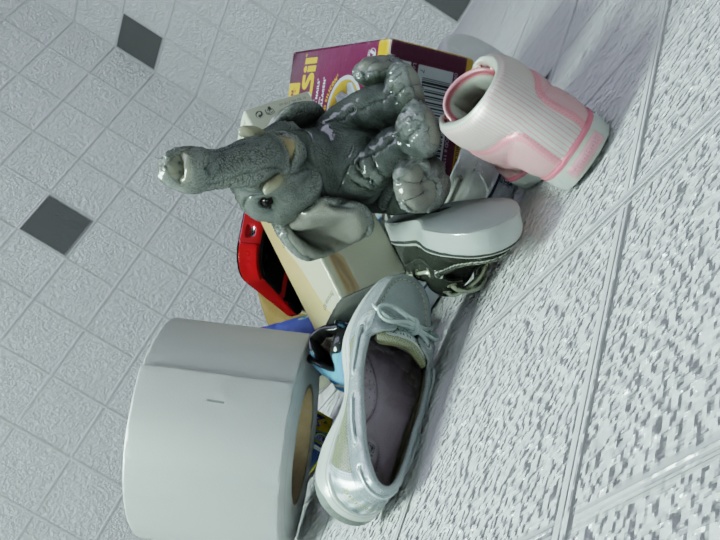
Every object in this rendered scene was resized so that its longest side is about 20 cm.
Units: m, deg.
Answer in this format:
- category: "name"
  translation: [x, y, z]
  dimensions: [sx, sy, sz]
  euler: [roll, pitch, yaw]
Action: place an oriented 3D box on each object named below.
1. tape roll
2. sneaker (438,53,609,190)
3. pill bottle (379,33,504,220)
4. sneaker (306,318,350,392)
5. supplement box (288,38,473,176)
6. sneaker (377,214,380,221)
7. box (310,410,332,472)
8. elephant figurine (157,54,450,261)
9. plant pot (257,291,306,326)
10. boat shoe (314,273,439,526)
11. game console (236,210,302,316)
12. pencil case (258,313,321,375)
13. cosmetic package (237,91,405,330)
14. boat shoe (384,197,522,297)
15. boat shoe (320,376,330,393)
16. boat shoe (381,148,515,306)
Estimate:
- category: "tape roll"
  translation: [-0.120, 0.153, 0.782]
  dimensions: [0.203, 0.137, 0.207]
  euler: [7, -90, -85]
- category: "sneaker"
  translation: [0.110, -0.115, 0.631]
  dimensions: [0.076, 0.104, 0.200]
  euler: [-60, 4, 8]
- category: "pill bottle"
  translation: [0.088, -0.145, 0.927]
  dimensions: [0.201, 0.113, 0.115]
  euler: [-56, 6, 39]
- category: "sneaker"
  translation: [-0.004, 0.073, 0.759]
  dimensions: [0.079, 0.089, 0.200]
  euler: [-60, 5, -12]
- category: "supplement box"
  translation: [0.010, -0.156, 0.853]
  dimensions: [0.199, 0.102, 0.133]
  euler: [16, 101, 58]
- category: "sneaker"
  translation: [0.016, -0.024, 1.121]
  dimensions: [0.202, 0.081, 0.074]
  euler: [-62, 5, -20]
- category: "box"
  translation: [-0.109, 0.240, 0.945]
  dimensions: [0.202, 0.069, 0.064]
  euler: [-58, 6, 20]
- category: "elephant figurine"
  translation: [-0.040, -0.080, 0.656]
  dimensions: [0.197, 0.157, 0.142]
  euler: [-21, 33, 0]
- category: "plant pot"
  translation: [-0.073, 0.040, 1.248]
  dimensions: [0.201, 0.184, 0.188]
  euler: [105, -170, -54]
- category: "boat shoe"
  translation: [0.022, 0.080, 0.607]
  dimensions: [0.065, 0.074, 0.204]
  euler: [-44, 19, 47]
- category: "game console"
  translation: [-0.089, -0.065, 0.984]
  dimensions: [0.177, 0.030, 0.203]
  euler: [57, -140, -68]
- category: "pencil case"
  translation: [-0.088, 0.093, 0.932]
  dimensions: [0.197, 0.079, 0.087]
  euler: [-18, 16, -4]
- category: "cosmetic package"
  translation: [-0.044, -0.051, 0.786]
  dimensions: [0.070, 0.202, 0.106]
  euler: [-21, -19, -22]
- category: "boat shoe"
  translation: [0.075, -0.016, 0.647]
  dimensions: [0.070, 0.065, 0.200]
  euler: [-20, 8, -11]
- category: "boat shoe"
  translation: [-0.030, 0.076, 1.018]
  dimensions: [0.200, 0.071, 0.076]
  euler: [-47, 11, 30]
- category: "boat shoe"
  translation: [0.055, -0.030, 0.777]
  dimensions: [0.203, 0.085, 0.075]
  euler: [-55, 6, 36]
